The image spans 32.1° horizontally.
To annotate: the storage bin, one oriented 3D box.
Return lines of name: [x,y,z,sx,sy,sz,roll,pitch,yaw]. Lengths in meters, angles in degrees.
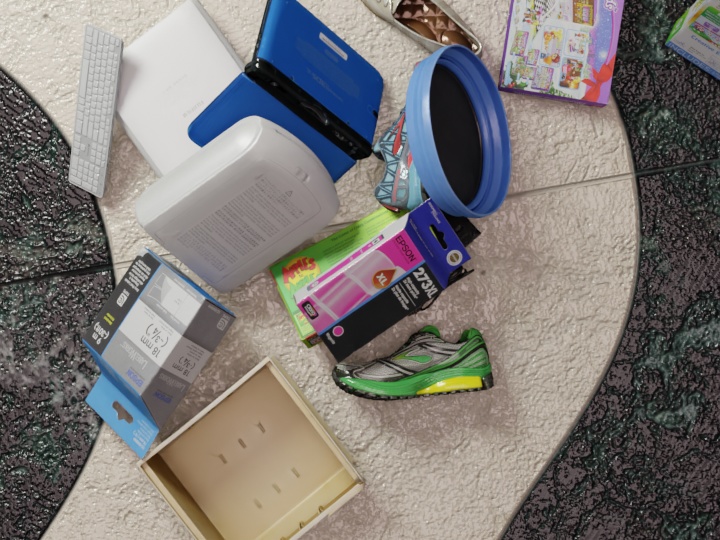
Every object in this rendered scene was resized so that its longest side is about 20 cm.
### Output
storage bin: [-0.126,0.241,1.504,0.199,0.094,0.199,-38,91,-1]

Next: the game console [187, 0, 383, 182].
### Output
game console: [-0.085,-0.197,1.480,0.199,0.117,0.173,35,55,-39]

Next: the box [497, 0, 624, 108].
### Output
box: [0.250,-0.311,1.532,0.135,0.039,0.203,9,91,-1]

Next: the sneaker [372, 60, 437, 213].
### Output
sneaker: [0.054,-0.165,1.496,0.094,0.079,0.203,-7,60,29]

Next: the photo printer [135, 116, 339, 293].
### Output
photo printer: [-0.135,-0.079,1.446,0.199,0.070,0.166,-33,132,18]

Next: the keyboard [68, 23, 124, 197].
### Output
keyboard: [-0.315,-0.187,1.483,0.056,0.011,0.203,22,117,18]

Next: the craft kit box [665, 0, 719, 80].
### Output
craft kit box: [0.484,-0.269,1.460,0.198,0.198,0.049,32,73,-2]

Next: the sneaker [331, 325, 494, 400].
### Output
sneaker: [0.061,0.113,1.524,0.197,0.078,0.087,-6,84,-10]

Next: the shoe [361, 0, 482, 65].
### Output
shoe: [0.070,-0.317,1.519,0.199,0.053,0.070,38,90,-2]

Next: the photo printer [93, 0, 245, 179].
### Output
photo printer: [-0.204,-0.198,1.506,0.165,0.069,0.201,-36,92,-1]

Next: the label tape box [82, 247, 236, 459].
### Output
label tape box: [-0.257,0.095,1.475,0.144,0.063,0.201,33,89,41]

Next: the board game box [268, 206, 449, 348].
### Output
board game box: [0.000,0.000,1.507,0.198,0.048,0.103,-28,71,1]

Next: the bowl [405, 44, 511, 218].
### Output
bowl: [0.115,-0.160,1.464,0.039,0.200,0.204,-9,92,33]

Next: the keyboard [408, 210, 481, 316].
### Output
keyboard: [0.060,0.006,1.541,0.199,0.040,0.104,-40,71,-1]

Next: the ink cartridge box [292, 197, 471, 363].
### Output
ink cartridge box: [0.028,0.012,1.445,0.199,0.037,0.095,-36,113,2]
